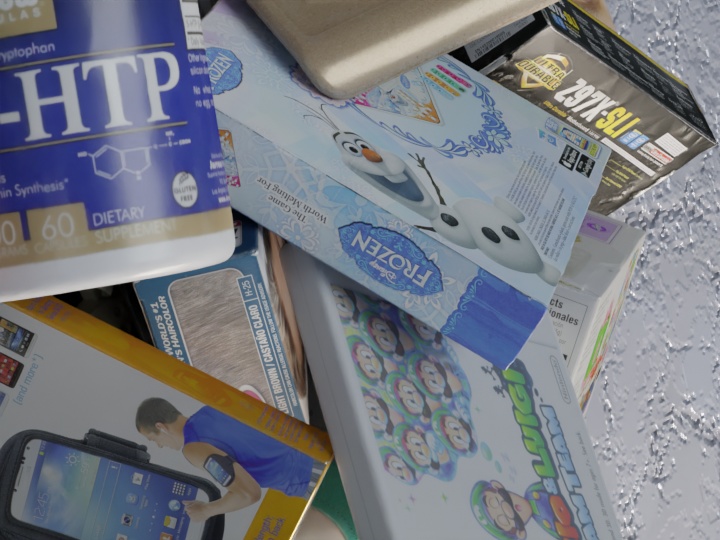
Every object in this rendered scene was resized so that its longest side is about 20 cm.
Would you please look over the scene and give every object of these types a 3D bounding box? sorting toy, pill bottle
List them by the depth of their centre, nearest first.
[{"bbox_3d":[-0.124,-0.093,1.179,0.120,0.120,0.200,-13,94,-50],"label":"pill bottle"},{"bbox_3d":[0.010,-0.179,1.363,0.185,0.200,0.037,-26,148,-18],"label":"sorting toy"}]

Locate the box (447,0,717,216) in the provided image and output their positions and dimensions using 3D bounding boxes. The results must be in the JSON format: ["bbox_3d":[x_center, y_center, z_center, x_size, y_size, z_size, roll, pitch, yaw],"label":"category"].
[{"bbox_3d":[0.075,-0.070,1.513,0.200,0.160,0.049,26,34,-54],"label":"box"}]

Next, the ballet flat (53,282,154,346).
[{"bbox_3d":[-0.126,0.014,1.351,0.073,0.073,0.200,-36,115,-46],"label":"ballet flat"}]

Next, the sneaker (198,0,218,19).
[{"bbox_3d":[-0.004,-0.112,1.492,0.200,0.092,0.076,27,64,-46],"label":"sneaker"}]

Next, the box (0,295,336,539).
[{"bbox_3d":[-0.124,0.085,1.254,0.041,0.200,0.119,-71,-173,-75],"label":"box"}]

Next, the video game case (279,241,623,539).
[{"bbox_3d":[0.052,0.088,1.295,0.182,0.024,0.200,17,48,-48],"label":"video game case"}]

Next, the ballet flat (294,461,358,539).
[{"bbox_3d":[-0.065,0.126,1.313,0.070,0.200,0.067,-68,157,-64],"label":"ballet flat"}]

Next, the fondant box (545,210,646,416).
[{"bbox_3d":[0.083,0.076,1.499,0.144,0.058,0.200,-44,153,-70],"label":"fondant box"}]

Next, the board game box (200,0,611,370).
[{"bbox_3d":[0.009,-0.058,1.326,0.199,0.043,0.200,32,26,0],"label":"board game box"}]

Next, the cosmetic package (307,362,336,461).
[{"bbox_3d":[-0.018,0.092,1.436,0.113,0.081,0.200,71,31,-56],"label":"cosmetic package"}]

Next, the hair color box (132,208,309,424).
[{"bbox_3d":[-0.064,-0.013,1.346,0.200,0.060,0.100,-93,169,-58],"label":"hair color box"}]

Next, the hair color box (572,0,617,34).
[{"bbox_3d":[0.058,-0.200,1.543,0.109,0.065,0.200,14,52,-49],"label":"hair color box"}]
